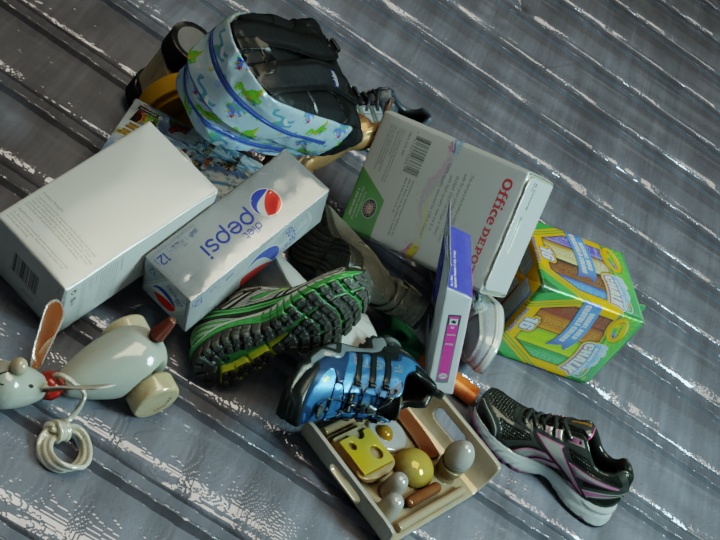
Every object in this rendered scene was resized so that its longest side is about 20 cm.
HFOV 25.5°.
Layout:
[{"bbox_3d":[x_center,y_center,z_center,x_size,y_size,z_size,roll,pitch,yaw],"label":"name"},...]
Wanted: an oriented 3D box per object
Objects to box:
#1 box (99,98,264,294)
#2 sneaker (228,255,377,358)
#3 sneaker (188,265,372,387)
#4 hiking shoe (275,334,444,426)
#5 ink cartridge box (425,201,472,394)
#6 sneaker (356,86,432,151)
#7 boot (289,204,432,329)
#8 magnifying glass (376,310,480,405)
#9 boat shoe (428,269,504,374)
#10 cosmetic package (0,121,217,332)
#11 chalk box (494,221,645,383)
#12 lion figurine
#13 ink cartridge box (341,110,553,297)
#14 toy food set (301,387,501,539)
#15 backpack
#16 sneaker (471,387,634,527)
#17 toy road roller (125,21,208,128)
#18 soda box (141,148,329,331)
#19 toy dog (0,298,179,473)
[{"bbox_3d":[-0.183,-0.079,1.668,0.198,0.040,0.138,28,58,4],"label":"box"},{"bbox_3d":[-0.065,0.040,1.705,0.200,0.074,0.115,44,12,29],"label":"sneaker"},{"bbox_3d":[-0.083,0.037,1.594,0.198,0.078,0.086,-21,44,-3],"label":"sneaker"},{"bbox_3d":[0.001,0.116,1.584,0.086,0.075,0.199,33,31,28],"label":"hiking shoe"},{"bbox_3d":[0.096,0.032,1.705,0.037,0.201,0.095,4,45,-1],"label":"ink cartridge box"},{"bbox_3d":[0.002,-0.204,2.016,0.198,0.081,0.074,17,39,-29],"label":"sneaker"},{"bbox_3d":[0.000,0.000,1.778,0.130,0.068,0.200,32,11,-27],"label":"boot"},{"bbox_3d":[0.050,0.083,1.792,0.199,0.022,0.080,36,34,0],"label":"magnifying glass"},{"bbox_3d":[0.119,0.042,1.858,0.064,0.075,0.203,16,36,-19],"label":"boat shoe"},{"bbox_3d":[-0.249,-0.045,1.549,0.108,0.085,0.199,45,54,14],"label":"cosmetic package"},{"bbox_3d":[0.255,0.044,1.930,0.198,0.125,0.125,19,39,-24],"label":"chalk box"},{"bbox_3d":[-0.039,-0.142,1.850,0.073,0.199,0.123,54,2,-9],"label":"lion figurine"},{"bbox_3d":[0.098,-0.076,1.820,0.199,0.147,0.087,26,6,27],"label":"ink cartridge box"},{"bbox_3d":[0.044,0.184,1.633,0.144,0.061,0.199,50,36,16],"label":"toy food set"},{"bbox_3d":[-0.101,-0.197,1.697,0.165,0.152,0.200,67,13,9],"label":"backpack"},{"bbox_3d":[0.220,0.188,1.767,0.199,0.087,0.081,36,33,-3],"label":"sneaker"},{"bbox_3d":[-0.162,-0.180,1.811,0.198,0.123,0.147,4,58,-39],"label":"toy road roller"},{"bbox_3d":[-0.124,-0.032,1.593,0.068,0.064,0.200,42,60,13],"label":"soda box"},{"bbox_3d":[-0.240,0.083,1.456,0.132,0.097,0.200,44,35,8],"label":"toy dog"}]
